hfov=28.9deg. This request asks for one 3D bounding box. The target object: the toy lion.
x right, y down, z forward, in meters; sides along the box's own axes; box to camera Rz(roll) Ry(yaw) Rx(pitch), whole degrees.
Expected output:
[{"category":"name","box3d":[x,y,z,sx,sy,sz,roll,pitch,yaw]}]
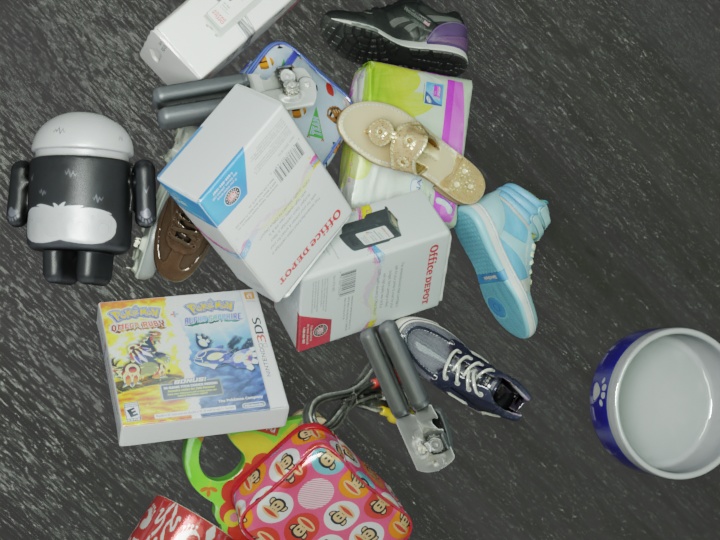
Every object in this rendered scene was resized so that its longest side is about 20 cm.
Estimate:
[{"category":"toy lion","box3d":[-0.128,0.253,1.716,0.199,0.069,0.193,19,89,-16]}]

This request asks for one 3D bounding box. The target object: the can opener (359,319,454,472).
[{"category":"can opener","box3d":[0.062,0.155,1.736,0.053,0.067,0.201,-22,95,17]}]

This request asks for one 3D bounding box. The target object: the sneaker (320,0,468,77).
[{"category":"sneaker","box3d":[0.043,-0.313,1.802,0.199,0.076,0.088,12,64,-17]}]

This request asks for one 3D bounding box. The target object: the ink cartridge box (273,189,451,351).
[{"category":"ink cartridge box","box3d":[0.000,0.000,1.716,0.199,0.146,0.083,-18,53,-19]}]

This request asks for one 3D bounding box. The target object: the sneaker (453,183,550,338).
[{"category":"sneaker","box3d":[0.213,-0.022,1.830,0.130,0.079,0.201,-33,109,-27]}]

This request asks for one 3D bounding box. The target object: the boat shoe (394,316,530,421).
[{"category":"boat shoe","box3d":[0.130,0.123,1.763,0.200,0.093,0.075,33,78,-29]}]

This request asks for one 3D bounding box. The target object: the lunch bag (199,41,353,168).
[{"category":"lunch bag","box3d":[-0.109,-0.174,1.706,0.160,0.075,0.200,42,56,-15]}]

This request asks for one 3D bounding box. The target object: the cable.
[{"category":"cable","box3d":[0.007,0.152,1.730,0.199,0.050,0.098,1,78,-51]}]

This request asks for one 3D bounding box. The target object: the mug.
[{"category":"mug","box3d":[-0.229,0.388,1.646,0.177,0.133,0.201,38,72,-28]}]

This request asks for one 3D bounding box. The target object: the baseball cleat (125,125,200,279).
[{"category":"baseball cleat","box3d":[-0.208,-0.074,1.697,0.106,0.070,0.201,20,82,-16]}]

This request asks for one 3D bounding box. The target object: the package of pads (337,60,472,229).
[{"category":"package of pads","box3d":[0.054,-0.157,1.787,0.153,0.068,0.202,8,84,-18]}]

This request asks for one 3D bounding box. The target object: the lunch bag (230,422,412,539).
[{"category":"lunch bag","box3d":[-0.055,0.297,1.667,0.176,0.082,0.200,-42,120,3]}]

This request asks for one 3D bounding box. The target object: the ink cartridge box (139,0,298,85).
[{"category":"ink cartridge box","box3d":[-0.160,-0.306,1.683,0.200,0.146,0.083,-44,97,-14]}]

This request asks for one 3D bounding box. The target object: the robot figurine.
[{"category":"robot figurine","box3d":[-0.326,-0.084,1.633,0.149,0.125,0.202,3,86,-28]}]

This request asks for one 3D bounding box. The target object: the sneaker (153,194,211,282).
[{"category":"sneaker","box3d":[-0.193,-0.079,1.603,0.070,0.076,0.201,23,99,1]}]

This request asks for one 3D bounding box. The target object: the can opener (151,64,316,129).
[{"category":"can opener","box3d":[-0.143,-0.196,1.620,0.199,0.067,0.053,-11,71,-24]}]

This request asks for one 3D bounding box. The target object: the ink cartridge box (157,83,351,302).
[{"category":"ink cartridge box","box3d":[-0.113,-0.083,1.557,0.145,0.084,0.200,-51,139,-14]}]

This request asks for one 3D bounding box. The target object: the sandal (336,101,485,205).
[{"category":"sandal","box3d":[0.076,-0.149,1.719,0.211,0.070,0.078,30,77,-19]}]

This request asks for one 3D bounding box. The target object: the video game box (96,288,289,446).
[{"category":"video game box","box3d":[-0.200,0.110,1.653,0.199,0.047,0.183,-5,49,-19]}]

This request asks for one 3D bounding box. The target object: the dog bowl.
[{"category":"dog bowl","box3d":[0.412,0.177,1.882,0.199,0.079,0.202,1,88,-18]}]
